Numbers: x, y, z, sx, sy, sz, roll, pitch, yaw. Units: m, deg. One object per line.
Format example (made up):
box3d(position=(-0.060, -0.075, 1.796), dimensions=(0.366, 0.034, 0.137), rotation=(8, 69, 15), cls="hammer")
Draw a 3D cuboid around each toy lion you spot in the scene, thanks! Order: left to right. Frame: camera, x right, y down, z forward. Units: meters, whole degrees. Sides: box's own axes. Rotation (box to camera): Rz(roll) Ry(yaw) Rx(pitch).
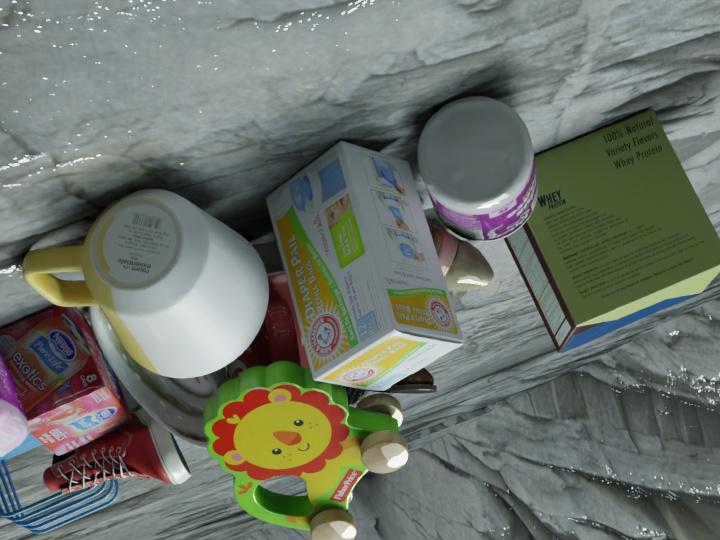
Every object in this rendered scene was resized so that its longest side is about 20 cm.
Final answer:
box3d(position=(-0.065, 0.171, 1.461), dimensions=(0.191, 0.069, 0.200), rotation=(15, 130, -19), cls="toy lion")

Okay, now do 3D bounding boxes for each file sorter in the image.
box3d(position=(-0.378, 0.232, 1.834), dimensions=(0.138, 0.123, 0.200), rotation=(-23, 165, -6), cls="file sorter")

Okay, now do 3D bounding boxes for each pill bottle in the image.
box3d(position=(0.121, -0.091, 1.514), dimensions=(0.112, 0.113, 0.200), rotation=(-25, 166, 3), cls="pill bottle")

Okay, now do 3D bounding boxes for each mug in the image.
box3d(position=(-0.186, 0.012, 1.334), dimensions=(0.186, 0.150, 0.153), rotation=(-31, 158, 0), cls="mug")
box3d(position=(-0.092, 0.090, 1.526), dimensions=(0.133, 0.201, 0.178), rotation=(-2, -163, 19), cls="mug")

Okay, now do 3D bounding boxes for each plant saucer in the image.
box3d(position=(-0.186, 0.085, 1.512), dimensions=(0.050, 0.200, 0.200), rotation=(-40, 175, -31), cls="plant saucer")

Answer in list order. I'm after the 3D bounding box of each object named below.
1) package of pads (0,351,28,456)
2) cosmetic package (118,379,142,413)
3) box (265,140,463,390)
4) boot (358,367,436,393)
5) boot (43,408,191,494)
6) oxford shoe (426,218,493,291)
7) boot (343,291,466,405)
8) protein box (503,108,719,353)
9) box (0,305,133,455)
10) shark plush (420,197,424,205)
box3d(position=(-0.371, 0.100, 1.373), dimensions=(0.075, 0.121, 0.200), rotation=(-24, 165, -2), cls="package of pads")
box3d(position=(-0.256, 0.147, 1.836), dimensions=(0.101, 0.074, 0.200), rotation=(-25, 164, 2), cls="cosmetic package")
box3d(position=(0.002, -0.001, 1.431), dimensions=(0.112, 0.201, 0.101), rotation=(-34, 150, 33), cls="box")
box3d(position=(0.027, 0.018, 1.523), dimensions=(0.064, 0.201, 0.186), rotation=(6, -178, -30), cls="boot")
box3d(position=(-0.268, 0.213, 1.650), dimensions=(0.144, 0.073, 0.200), rotation=(-24, -169, -16), cls="boot")
box3d(position=(0.085, -0.007, 1.587), dimensions=(0.071, 0.074, 0.200), rotation=(-64, -168, 5), cls="oxford shoe")
box3d(position=(0.047, 0.072, 1.704), dimensions=(0.130, 0.068, 0.200), rotation=(-19, 154, -39), cls="boot")
box3d(position=(0.285, -0.044, 1.775), dimensions=(0.198, 0.201, 0.135), rotation=(-22, 166, -8), cls="protein box")
box3d(position=(-0.307, 0.115, 1.576), dimensions=(0.095, 0.100, 0.200), rotation=(-23, 165, -6), cls="box")
box3d(position=(0.000, 0.000, 1.653), dimensions=(0.200, 0.083, 0.091), rotation=(-35, 127, -24), cls="shark plush")
